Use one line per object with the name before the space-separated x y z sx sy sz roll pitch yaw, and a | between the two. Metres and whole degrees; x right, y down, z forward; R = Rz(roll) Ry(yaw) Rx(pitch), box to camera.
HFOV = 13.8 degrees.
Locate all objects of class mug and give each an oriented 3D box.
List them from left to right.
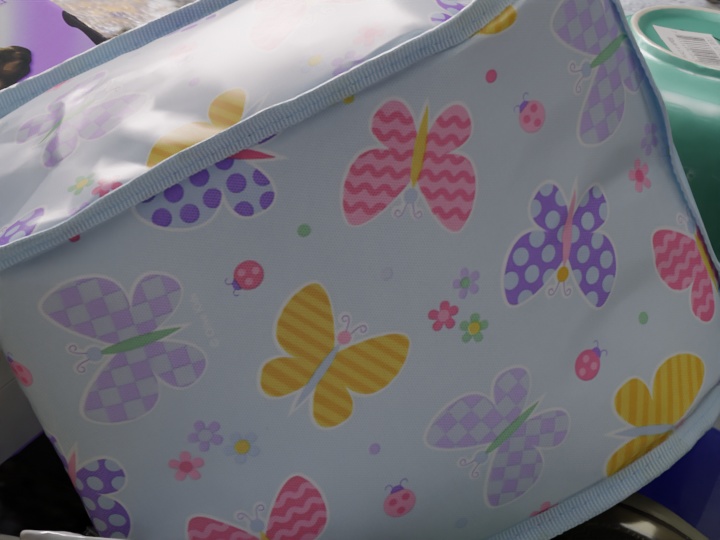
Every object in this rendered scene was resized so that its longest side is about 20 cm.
mug | 0.170 -0.052 1.410 0.184 0.115 0.152 23 26 24

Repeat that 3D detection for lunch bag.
lunch bag | 0.000 0.000 0.868 0.199 0.170 0.127 -26 28 0

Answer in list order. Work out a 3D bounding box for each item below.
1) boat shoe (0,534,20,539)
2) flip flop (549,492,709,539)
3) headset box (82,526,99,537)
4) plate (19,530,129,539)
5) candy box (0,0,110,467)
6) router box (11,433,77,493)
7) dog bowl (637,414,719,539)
boat shoe | -0.165 0.117 0.896 0.199 0.072 0.069 7 52 17
flip flop | 0.125 0.132 0.921 0.200 0.081 0.058 44 30 -16
headset box | 0.009 0.133 0.967 0.199 0.078 0.149 -13 33 -42
plate | 0.024 0.089 0.723 0.199 0.033 0.200 7 -6 1
candy box | -0.165 -0.026 0.974 0.200 0.072 0.168 34 60 30
router box | -0.122 0.002 1.095 0.199 0.150 0.062 24 52 26
dog bowl | 0.129 0.056 1.046 0.199 0.079 0.200 22 10 -4
